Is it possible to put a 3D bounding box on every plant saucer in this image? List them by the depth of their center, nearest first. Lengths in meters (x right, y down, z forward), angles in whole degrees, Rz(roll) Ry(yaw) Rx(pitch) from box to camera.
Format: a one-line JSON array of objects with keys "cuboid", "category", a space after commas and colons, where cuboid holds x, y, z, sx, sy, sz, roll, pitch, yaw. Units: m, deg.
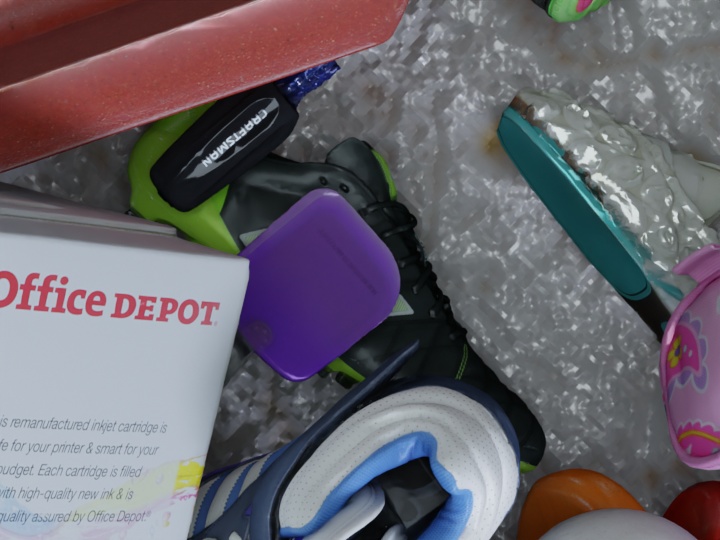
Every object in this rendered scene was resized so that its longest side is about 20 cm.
[{"cuboid": [-0.073, -0.093, 1.055, 0.199, 0.200, 0.037, -18, 109, 2], "category": "plant saucer"}]

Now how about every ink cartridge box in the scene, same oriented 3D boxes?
[{"cuboid": [-0.153, 0.068, 0.988, 0.145, 0.145, 0.200, 18, 96, 37], "category": "ink cartridge box"}]

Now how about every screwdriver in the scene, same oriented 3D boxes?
[{"cuboid": [0.003, -0.089, 1.076, 0.200, 0.028, 0.029, -36, 68, 6], "category": "screwdriver"}]

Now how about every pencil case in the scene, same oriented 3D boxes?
[{"cuboid": [0.200, 0.049, 1.053, 0.200, 0.087, 0.088, 17, 92, -31], "category": "pencil case"}]

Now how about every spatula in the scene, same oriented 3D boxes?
[{"cuboid": [-0.069, 0.053, 1.076, 0.200, 0.021, 0.057, -44, 77, 4], "category": "spatula"}]

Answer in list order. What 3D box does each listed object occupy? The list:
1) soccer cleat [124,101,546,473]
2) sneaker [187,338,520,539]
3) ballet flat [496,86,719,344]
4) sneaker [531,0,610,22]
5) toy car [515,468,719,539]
[{"cuboid": [0.000, 0.000, 1.113, 0.200, 0.068, 0.081, 38, 92, 4], "category": "soccer cleat"}, {"cuboid": [-0.033, 0.106, 1.011, 0.200, 0.146, 0.081, -34, 90, 5], "category": "sneaker"}, {"cuboid": [0.131, 0.001, 1.112, 0.072, 0.072, 0.200, -36, 96, 3], "category": "ballet flat"}, {"cuboid": [0.079, -0.194, 1.110, 0.084, 0.077, 0.200, 2, 88, 20], "category": "sneaker"}, {"cuboid": [0.124, 0.157, 1.080, 0.200, 0.175, 0.150, 43, 56, 1], "category": "toy car"}]
